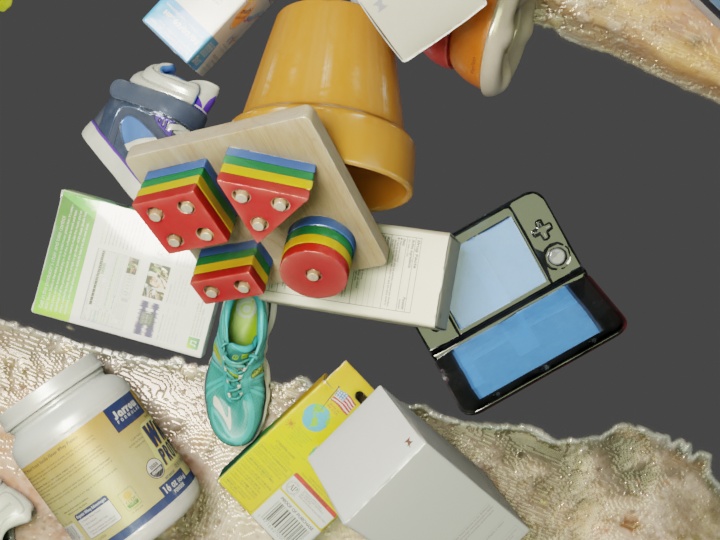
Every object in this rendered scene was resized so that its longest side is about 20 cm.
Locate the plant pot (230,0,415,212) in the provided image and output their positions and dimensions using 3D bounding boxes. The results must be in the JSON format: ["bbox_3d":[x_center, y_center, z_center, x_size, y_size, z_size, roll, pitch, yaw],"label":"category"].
[{"bbox_3d":[-0.036,-0.175,1.111,0.200,0.200,0.184,6,78,0],"label":"plant pot"}]

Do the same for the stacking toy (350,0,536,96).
[{"bbox_3d":[0.081,-0.282,1.139,0.200,0.146,0.146,19,94,14],"label":"stacking toy"}]

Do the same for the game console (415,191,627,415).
[{"bbox_3d":[0.155,0.030,1.149,0.200,0.119,0.173,-29,93,1],"label":"game console"}]

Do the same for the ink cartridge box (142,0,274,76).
[{"bbox_3d":[-0.132,-0.308,1.129,0.068,0.115,0.200,44,93,-3],"label":"ink cartridge box"}]

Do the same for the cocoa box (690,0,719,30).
[{"bbox_3d":[0.412,-0.345,1.119,0.200,0.131,0.133,44,93,-2],"label":"cocoa box"}]

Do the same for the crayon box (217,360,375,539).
[{"bbox_3d":[-0.046,0.210,1.194,0.200,0.051,0.127,-42,93,3],"label":"crayon box"}]

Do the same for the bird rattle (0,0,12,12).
[{"bbox_3d":[-0.368,-0.385,1.153,0.163,0.113,0.200,6,81,-12],"label":"bird rattle"}]

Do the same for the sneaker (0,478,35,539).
[{"bbox_3d":[-0.442,0.331,1.195,0.081,0.075,0.200,30,94,-11],"label":"sneaker"}]

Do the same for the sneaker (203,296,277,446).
[{"bbox_3d":[-0.138,0.099,1.173,0.077,0.080,0.200,5,94,0],"label":"sneaker"}]

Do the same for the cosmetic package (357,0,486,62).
[{"bbox_3d":[0.038,-0.304,1.036,0.103,0.200,0.087,-32,128,13],"label":"cosmetic package"}]

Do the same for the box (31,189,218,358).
[{"bbox_3d":[-0.254,0.003,1.190,0.200,0.036,0.145,16,93,-2],"label":"box"}]

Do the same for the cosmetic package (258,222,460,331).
[{"bbox_3d":[0.000,0.000,1.140,0.200,0.071,0.105,10,86,16],"label":"cosmetic package"}]

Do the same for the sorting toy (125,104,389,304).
[{"bbox_3d":[-0.101,-0.045,1.024,0.199,0.070,0.200,-10,134,22],"label":"sorting toy"}]

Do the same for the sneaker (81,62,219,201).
[{"bbox_3d":[-0.195,-0.136,1.143,0.146,0.081,0.200,-44,73,1],"label":"sneaker"}]

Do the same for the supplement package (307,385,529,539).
[{"bbox_3d":[0.062,0.238,1.123,0.117,0.117,0.200,-45,124,3],"label":"supplement package"}]

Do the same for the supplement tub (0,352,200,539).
[{"bbox_3d":[-0.284,0.204,1.147,0.144,0.144,0.200,-35,93,2],"label":"supplement tub"}]
